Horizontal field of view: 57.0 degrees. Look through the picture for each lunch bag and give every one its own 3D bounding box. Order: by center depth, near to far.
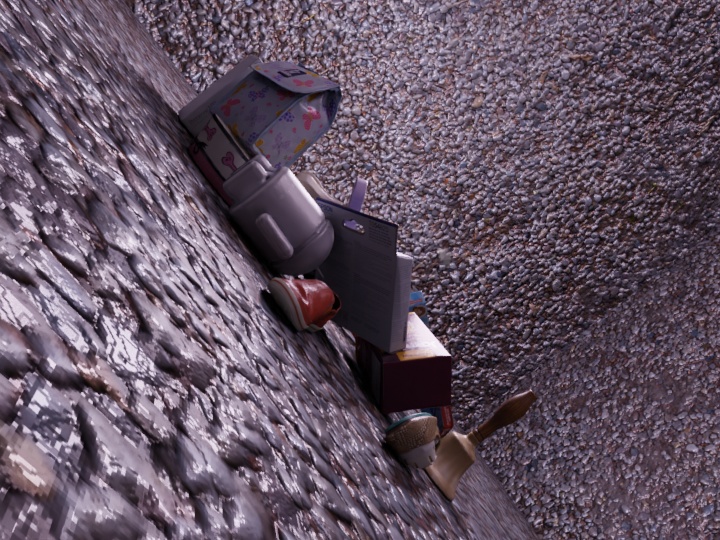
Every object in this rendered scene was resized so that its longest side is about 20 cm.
[{"bbox_3d":[-0.152,-0.303,1.232,0.170,0.200,0.127,41,-10,37],"label":"lunch bag"}]

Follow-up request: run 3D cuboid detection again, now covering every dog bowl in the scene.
[{"bbox_3d":[-0.210,-0.163,1.126,0.200,0.074,0.200,52,0,0],"label":"dog bowl"}]

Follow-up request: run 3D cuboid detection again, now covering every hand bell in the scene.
[{"bbox_3d":[0.186,0.248,1.018,0.104,0.200,0.104,52,1,-1],"label":"hand bell"}]

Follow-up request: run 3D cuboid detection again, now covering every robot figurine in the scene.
[{"bbox_3d":[-0.117,-0.074,0.993,0.200,0.113,0.170,52,20,-18],"label":"robot figurine"}]

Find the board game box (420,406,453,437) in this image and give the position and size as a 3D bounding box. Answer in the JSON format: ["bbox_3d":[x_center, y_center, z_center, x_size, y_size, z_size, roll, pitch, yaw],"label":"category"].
[{"bbox_3d":[0.129,0.241,1.155,0.200,0.019,0.103,96,-14,-66],"label":"board game box"}]

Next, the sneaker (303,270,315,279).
[{"bbox_3d":[-0.083,0.010,1.252,0.082,0.071,0.200,15,20,-5],"label":"sneaker"}]

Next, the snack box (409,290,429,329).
[{"bbox_3d":[0.081,0.131,1.331,0.037,0.116,0.200,-105,-179,-45],"label":"snack box"}]

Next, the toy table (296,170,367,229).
[{"bbox_3d":[-0.067,-0.094,1.167,0.117,0.200,0.184,15,43,-4],"label":"toy table"}]

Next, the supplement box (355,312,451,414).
[{"bbox_3d":[0.063,0.142,1.068,0.200,0.110,0.086,-128,-145,-70],"label":"supplement box"}]

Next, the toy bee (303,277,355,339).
[{"bbox_3d":[-0.009,0.068,1.360,0.200,0.109,0.131,52,2,-41],"label":"toy bee"}]

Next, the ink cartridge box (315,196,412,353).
[{"bbox_3d":[0.000,0.000,1.023,0.199,0.041,0.201,25,-60,46],"label":"ink cartridge box"}]

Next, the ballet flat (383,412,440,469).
[{"bbox_3d":[0.078,0.223,0.863,0.065,0.070,0.200,67,8,16],"label":"ballet flat"}]

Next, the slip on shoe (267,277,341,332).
[{"bbox_3d":[-0.067,0.036,0.840,0.074,0.061,0.200,54,2,13],"label":"slip on shoe"}]

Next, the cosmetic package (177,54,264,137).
[{"bbox_3d":[-0.236,-0.304,1.379,0.200,0.199,0.123,52,-1,-26],"label":"cosmetic package"}]
